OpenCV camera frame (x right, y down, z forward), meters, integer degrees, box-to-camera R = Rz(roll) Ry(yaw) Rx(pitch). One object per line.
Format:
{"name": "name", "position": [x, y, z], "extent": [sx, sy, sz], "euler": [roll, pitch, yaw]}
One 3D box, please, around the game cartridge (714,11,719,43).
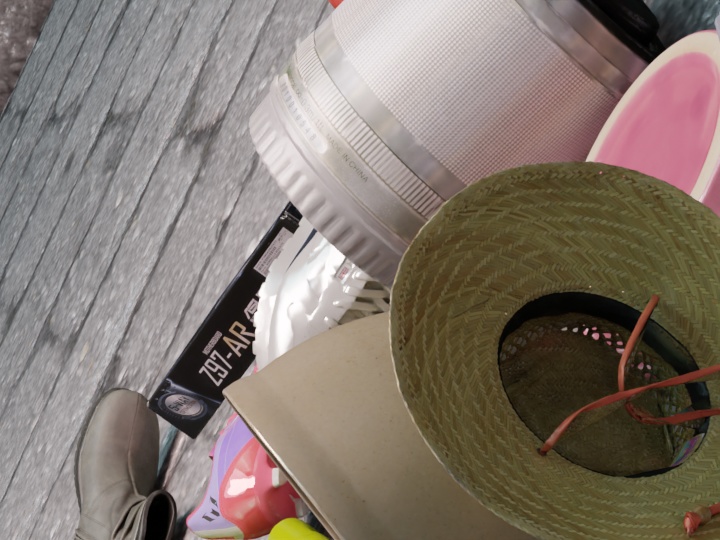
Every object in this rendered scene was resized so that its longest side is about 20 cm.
{"name": "game cartridge", "position": [0.244, -0.140, 1.045], "extent": [0.200, 0.042, 0.133], "euler": [-41, 31, 26]}

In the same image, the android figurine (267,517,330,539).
{"name": "android figurine", "position": [-0.063, 0.237, 1.394], "extent": [0.182, 0.041, 0.200], "euler": [-58, 26, -2]}

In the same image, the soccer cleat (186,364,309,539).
{"name": "soccer cleat", "position": [-0.059, 0.094, 1.524], "extent": [0.076, 0.067, 0.200], "euler": [-17, 34, 23]}

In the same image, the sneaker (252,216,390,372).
{"name": "sneaker", "position": [0.000, 0.000, 1.438], "extent": [0.080, 0.076, 0.200], "euler": [9, 76, 53]}

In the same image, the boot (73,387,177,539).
{"name": "boot", "position": [-0.169, 0.179, 1.789], "extent": [0.131, 0.068, 0.200], "euler": [-21, 54, 58]}

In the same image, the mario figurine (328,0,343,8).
{"name": "mario figurine", "position": [0.024, -0.242, 1.709], "extent": [0.124, 0.106, 0.200], "euler": [83, -156, -52]}

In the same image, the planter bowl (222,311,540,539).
{"name": "planter bowl", "position": [0.047, 0.095, 1.127], "extent": [0.135, 0.200, 0.200], "euler": [-38, 18, -4]}

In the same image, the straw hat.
{"name": "straw hat", "position": [0.099, 0.058, 1.020], "extent": [0.085, 0.201, 0.201], "euler": [113, 172, -58]}

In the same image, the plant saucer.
{"name": "plant saucer", "position": [0.160, -0.041, 1.175], "extent": [0.201, 0.051, 0.201], "euler": [-54, 20, 31]}

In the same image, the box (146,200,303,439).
{"name": "box", "position": [-0.060, 0.004, 1.658], "extent": [0.200, 0.044, 0.160], "euler": [-53, 4, 33]}

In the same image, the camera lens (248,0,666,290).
{"name": "camera lens", "position": [0.057, -0.103, 1.309], "extent": [0.200, 0.160, 0.160], "euler": [-43, 24, 16]}
